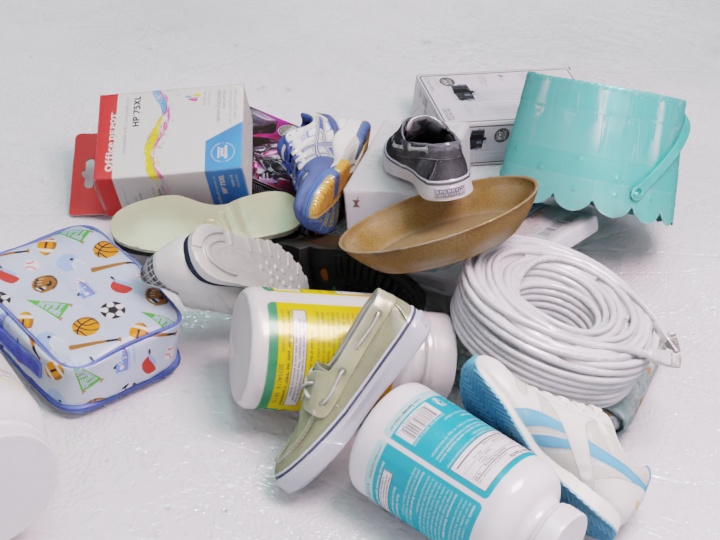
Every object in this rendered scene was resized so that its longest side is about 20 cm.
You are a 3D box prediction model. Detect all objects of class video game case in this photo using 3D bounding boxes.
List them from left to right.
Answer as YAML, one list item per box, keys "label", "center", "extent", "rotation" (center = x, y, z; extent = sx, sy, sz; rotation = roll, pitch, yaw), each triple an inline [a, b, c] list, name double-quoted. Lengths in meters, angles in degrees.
- label: "video game case"
  center: [0.119, -0.029, 1.786]
  extent: [0.181, 0.024, 0.199]
  rotation: [15, 33, 41]

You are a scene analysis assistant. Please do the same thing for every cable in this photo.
- label: "cable"
  center: [0.181, 0.045, 1.601]
  extent: [0.198, 0.070, 0.201]
  rotation: [3, 36, -28]

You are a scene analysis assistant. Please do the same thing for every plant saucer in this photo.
- label: "plant saucer"
  center: [0.078, -0.040, 1.621]
  extent: [0.199, 0.036, 0.200]
  rotation: [-17, 15, 5]

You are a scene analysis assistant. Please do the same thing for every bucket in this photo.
- label: "bucket"
  center: [0.253, -0.132, 1.831]
  extent: [0.205, 0.136, 0.207]
  rotation: [11, 7, -1]

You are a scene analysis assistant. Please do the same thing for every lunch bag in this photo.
- label: "lunch bag"
  center: [-0.277, 0.044, 1.624]
  extent: [0.160, 0.076, 0.200]
  rotation: [-26, 49, -33]

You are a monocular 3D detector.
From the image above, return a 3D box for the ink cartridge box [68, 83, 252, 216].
- label: "ink cartridge box"
  center: [-0.217, -0.127, 1.810]
  extent: [0.198, 0.067, 0.117]
  rotation: [-5, 56, 4]

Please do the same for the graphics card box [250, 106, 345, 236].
- label: "graphics card box"
  center: [-0.098, -0.114, 1.882]
  extent: [0.199, 0.051, 0.125]
  rotation: [23, 40, 22]

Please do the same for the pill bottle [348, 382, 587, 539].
- label: "pill bottle"
  center: [0.095, 0.189, 1.464]
  extent: [0.199, 0.112, 0.111]
  rotation: [31, 43, 28]

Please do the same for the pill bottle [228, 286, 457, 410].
- label: "pill bottle"
  center: [-0.016, 0.076, 1.585]
  extent: [0.198, 0.113, 0.113]
  rotation: [3, 36, -16]

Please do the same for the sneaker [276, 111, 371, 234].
- label: "sneaker"
  center: [-0.052, -0.104, 1.781]
  extent: [0.087, 0.076, 0.200]
  rotation: [15, 30, 5]

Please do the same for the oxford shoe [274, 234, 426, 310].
- label: "oxford shoe"
  center: [0.000, 0.000, 1.707]
  extent: [0.084, 0.073, 0.199]
  rotation: [-21, 32, -40]

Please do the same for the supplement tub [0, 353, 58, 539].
- label: "supplement tub"
  center: [-0.353, 0.127, 1.438]
  extent: [0.144, 0.146, 0.200]
  rotation: [-17, 43, -29]

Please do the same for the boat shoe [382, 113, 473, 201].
- label: "boat shoe"
  center: [0.064, -0.126, 1.713]
  extent: [0.071, 0.068, 0.200]
  rotation: [-10, 18, -7]

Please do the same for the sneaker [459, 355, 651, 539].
- label: "sneaker"
  center: [0.170, 0.144, 1.508]
  extent: [0.200, 0.076, 0.081]
  rotation: [45, 65, -2]

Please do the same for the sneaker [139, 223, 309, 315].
- label: "sneaker"
  center: [-0.123, 0.013, 1.646]
  extent: [0.200, 0.080, 0.077]
  rotation: [29, 43, -47]

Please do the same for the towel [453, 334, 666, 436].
- label: "towel"
  center: [0.192, 0.077, 1.681]
  extent: [0.198, 0.048, 0.171]
  rotation: [19, 39, 15]

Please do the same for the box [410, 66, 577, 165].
- label: "box"
  center: [0.171, -0.182, 2.009]
  extent: [0.198, 0.061, 0.117]
  rotation: [-6, 39, -16]

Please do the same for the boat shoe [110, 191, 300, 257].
- label: "boat shoe"
  center: [-0.160, -0.037, 1.763]
  extent: [0.200, 0.063, 0.074]
  rotation: [-5, 59, -16]

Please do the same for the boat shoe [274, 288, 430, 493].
- label: "boat shoe"
  center: [-0.019, 0.105, 1.505]
  extent: [0.062, 0.201, 0.072]
  rotation: [37, 1, -7]

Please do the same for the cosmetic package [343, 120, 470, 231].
- label: "cosmetic package"
  center: [0.054, -0.093, 1.825]
  extent: [0.100, 0.072, 0.200]
  rotation: [3, 26, 14]
